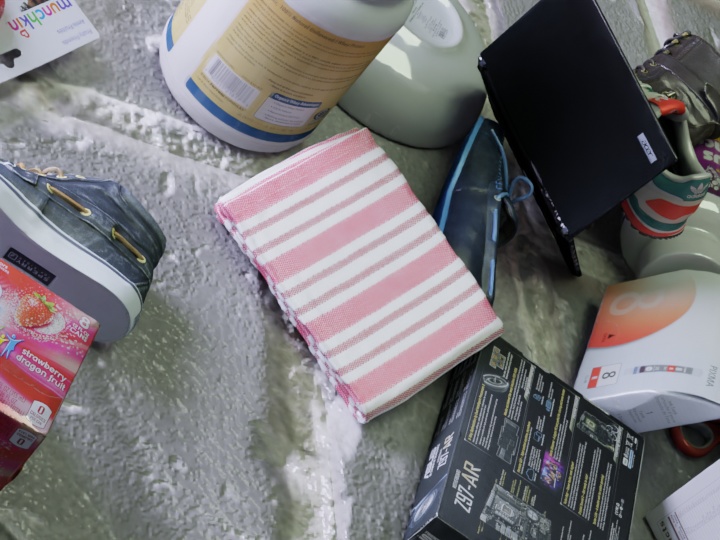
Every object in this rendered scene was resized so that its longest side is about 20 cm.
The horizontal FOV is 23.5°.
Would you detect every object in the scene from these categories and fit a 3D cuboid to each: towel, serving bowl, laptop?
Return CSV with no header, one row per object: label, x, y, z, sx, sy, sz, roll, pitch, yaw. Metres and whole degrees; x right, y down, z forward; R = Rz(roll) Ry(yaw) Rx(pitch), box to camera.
towel,0.000,0.000,1.285,0.146,0.030,0.201,-29,79,-29
serving bowl,0.037,-0.204,1.499,0.199,0.066,0.201,24,44,-25
laptop,0.177,-0.114,1.423,0.200,0.103,0.178,53,12,-72

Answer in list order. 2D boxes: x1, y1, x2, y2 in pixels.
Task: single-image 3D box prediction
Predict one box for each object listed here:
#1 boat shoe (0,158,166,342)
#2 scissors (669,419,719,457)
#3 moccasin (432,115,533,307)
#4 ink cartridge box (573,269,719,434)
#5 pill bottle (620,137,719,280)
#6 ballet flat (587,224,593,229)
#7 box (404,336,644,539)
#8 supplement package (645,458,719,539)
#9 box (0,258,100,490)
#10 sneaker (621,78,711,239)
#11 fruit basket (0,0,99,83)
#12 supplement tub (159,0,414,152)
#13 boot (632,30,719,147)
boat shoe,-0.219,-0.041,1.136,0.200,0.071,0.091,39,38,-17
scissors,0.331,0.137,1.494,0.199,0.014,0.074,12,47,-32
moccasin,0.093,-0.037,1.397,0.068,0.081,0.201,20,54,-3
ink cartridge box,0.275,0.054,1.377,0.050,0.199,0.163,58,34,-23
pill bottle,0.288,-0.053,1.547,0.112,0.112,0.201,29,41,-18
ballet flat,0.200,-0.127,1.560,0.067,0.068,0.201,-12,58,-4
box,0.126,0.160,1.272,0.160,0.044,0.201,34,40,-13
supplement package,0.333,0.181,1.310,0.109,0.200,0.114,0,57,-40
box,-0.266,0.034,1.001,0.199,0.095,0.100,34,41,-13
sneaker,0.226,-0.130,1.401,0.070,0.094,0.201,-13,68,-25
fruit basket,-0.291,-0.222,1.209,0.200,0.094,0.185,51,39,3
supplement tub,-0.048,-0.201,1.314,0.144,0.200,0.145,23,44,-24
boot,0.242,-0.163,1.525,0.200,0.069,0.174,43,55,9
